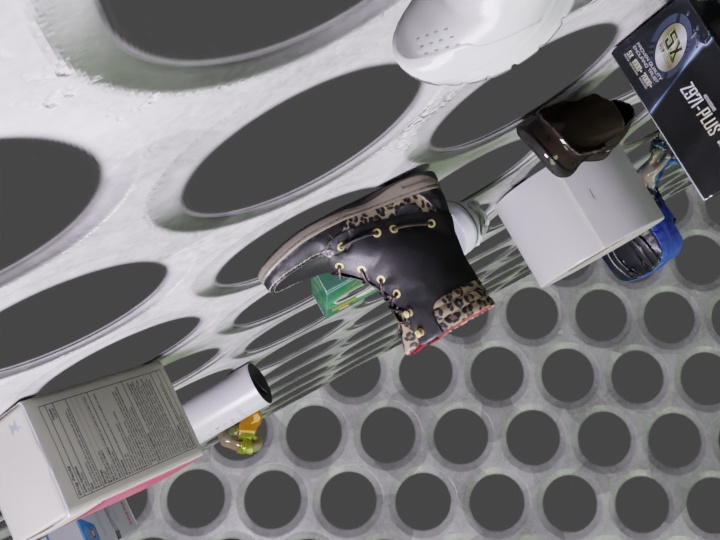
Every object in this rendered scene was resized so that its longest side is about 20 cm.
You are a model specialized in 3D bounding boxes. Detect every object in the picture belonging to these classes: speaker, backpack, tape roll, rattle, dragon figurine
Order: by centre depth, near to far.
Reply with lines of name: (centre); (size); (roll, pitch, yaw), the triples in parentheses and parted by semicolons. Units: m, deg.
tape roll: (0.315, -0.083, 1.229); (0.202, 0.140, 0.203); (-28, 170, -5)
speaker: (-0.251, 0.239, 1.447); (0.199, 0.081, 0.081); (-31, 171, 7)
dragon figurine: (0.519, -0.183, 1.490); (0.100, 0.059, 0.200); (-58, 166, 11)
backpack: (0.587, -0.092, 1.797); (0.167, 0.201, 0.162); (-22, 168, -34)
rattle: (-0.317, 0.410, 2.325); (0.129, 0.144, 0.200); (2, -170, 6)

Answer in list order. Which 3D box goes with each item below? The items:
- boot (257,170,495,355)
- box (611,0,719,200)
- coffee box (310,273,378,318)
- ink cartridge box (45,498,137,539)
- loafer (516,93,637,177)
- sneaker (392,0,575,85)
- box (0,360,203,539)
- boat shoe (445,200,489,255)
boot: (0.017, 0.011, 0.810); (0.199, 0.151, 0.073); (-28, 171, -8)
box: (0.353, -0.172, 0.798); (0.199, 0.164, 0.086); (-19, 167, -44)
coffee box: (0.000, 0.000, 1.032); (0.123, 0.044, 0.200); (-28, 171, -6)
ink cartridge box: (-0.572, 0.517, 1.773); (0.083, 0.146, 0.200); (-30, 171, 9)
loafer: (0.223, -0.149, 0.858); (0.071, 0.073, 0.200); (-47, 167, 34)
sneaker: (0.077, -0.163, 0.371); (0.087, 0.075, 0.200); (1, 144, -48)
box: (-0.298, 0.198, 0.944); (0.109, 0.128, 0.200); (-34, 169, 32)
boat shoe: (0.123, -0.059, 1.038); (0.065, 0.074, 0.200); (-33, -179, -4)
